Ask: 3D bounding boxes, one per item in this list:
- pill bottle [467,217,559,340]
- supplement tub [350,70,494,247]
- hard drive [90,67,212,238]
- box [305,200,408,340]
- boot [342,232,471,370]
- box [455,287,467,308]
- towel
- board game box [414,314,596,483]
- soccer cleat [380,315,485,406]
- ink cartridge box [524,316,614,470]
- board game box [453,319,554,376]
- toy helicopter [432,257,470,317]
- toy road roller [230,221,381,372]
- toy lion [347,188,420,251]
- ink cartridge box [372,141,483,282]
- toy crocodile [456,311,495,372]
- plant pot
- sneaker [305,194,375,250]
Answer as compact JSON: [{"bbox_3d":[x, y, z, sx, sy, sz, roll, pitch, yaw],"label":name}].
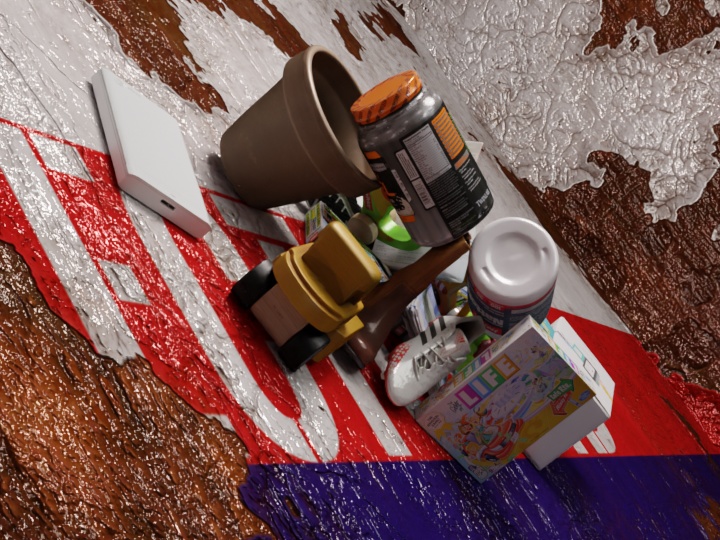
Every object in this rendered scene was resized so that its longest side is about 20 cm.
[{"bbox_3d":[0.202,0.022,1.687,0.120,0.119,0.201,56,-9,22],"label":"pill bottle"},{"bbox_3d":[0.075,-0.142,1.582,0.202,0.121,0.123,59,13,-18],"label":"supplement tub"},{"bbox_3d":[-0.243,-0.137,1.445,0.131,0.026,0.201,36,22,-43],"label":"hard drive"},{"bbox_3d":[0.000,0.000,1.786,0.200,0.035,0.111,44,17,-22],"label":"box"},{"bbox_3d":[0.064,0.031,1.586,0.069,0.199,0.188,53,15,-5],"label":"boot"},{"bbox_3d":[0.170,0.060,2.053,0.199,0.070,0.065,28,28,-53],"label":"box"},{"bbox_3d":[0.101,0.094,1.785,0.200,0.023,0.149,-53,126,-74],"label":"towel"},{"bbox_3d":[0.187,0.169,1.621,0.134,0.200,0.034,44,17,-18],"label":"board game box"},{"bbox_3d":[0.096,0.110,1.621,0.200,0.084,0.070,-38,108,-53],"label":"soccer cleat"},{"bbox_3d":[0.301,0.191,1.984,0.147,0.146,0.200,51,17,1],"label":"ink cartridge box"},{"bbox_3d":[0.208,0.136,1.836,0.047,0.150,0.200,55,16,-3],"label":"board game box"},{"bbox_3d":[0.134,0.029,1.879,0.200,0.078,0.134,-29,-99,63],"label":"toy helicopter"},{"bbox_3d":[-0.041,0.018,1.434,0.123,0.146,0.200,51,16,5],"label":"toy road roller"},{"bbox_3d":[0.061,-0.110,1.748,0.190,0.069,0.202,23,-41,34],"label":"toy lion"},{"bbox_3d":[0.107,-0.090,1.845,0.159,0.203,0.047,9,-12,46],"label":"ink cartridge box"},{"bbox_3d":[0.176,0.095,1.837,0.062,0.068,0.200,41,24,9],"label":"toy crocodile"},{"bbox_3d":[-0.084,-0.166,1.632,0.201,0.173,0.202,48,28,-36],"label":"plant pot"},{"bbox_3d":[-0.033,-0.098,1.879,0.080,0.074,0.200,44,3,43],"label":"sneaker"}]
